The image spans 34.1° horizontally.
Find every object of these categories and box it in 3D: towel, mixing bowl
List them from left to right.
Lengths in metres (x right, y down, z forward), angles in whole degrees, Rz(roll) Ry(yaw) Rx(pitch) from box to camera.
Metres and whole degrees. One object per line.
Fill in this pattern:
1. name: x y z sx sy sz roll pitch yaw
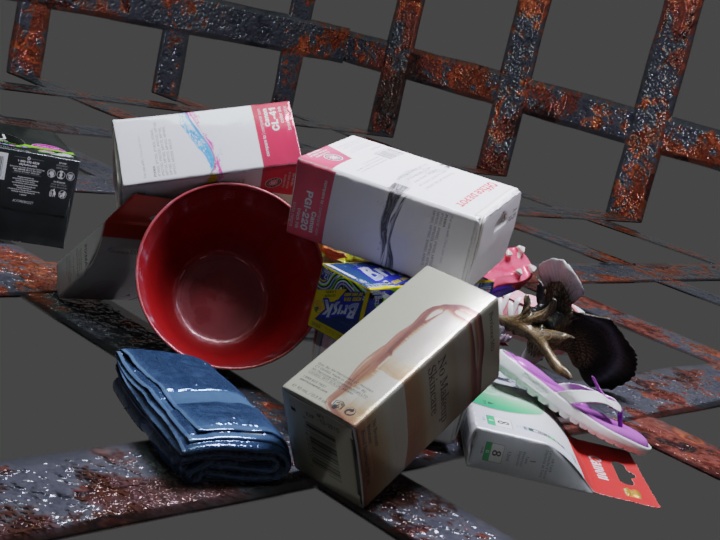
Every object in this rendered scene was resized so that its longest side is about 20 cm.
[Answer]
1. towel: -0.143 0.125 1.041 0.111 0.049 0.200 7 14 -32
2. mixing bowl: -0.144 0.017 1.263 0.198 0.203 0.108 11 -16 -11

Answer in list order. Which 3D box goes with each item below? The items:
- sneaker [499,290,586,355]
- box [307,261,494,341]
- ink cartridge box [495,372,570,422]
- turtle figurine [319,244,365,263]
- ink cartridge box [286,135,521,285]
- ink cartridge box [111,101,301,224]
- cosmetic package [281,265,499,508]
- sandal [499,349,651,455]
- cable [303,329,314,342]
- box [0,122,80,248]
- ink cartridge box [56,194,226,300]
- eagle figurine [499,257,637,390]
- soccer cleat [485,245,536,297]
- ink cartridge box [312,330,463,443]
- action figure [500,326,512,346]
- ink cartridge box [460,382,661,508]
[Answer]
1. sneaker: 0.223 0.067 1.630 0.104 0.076 0.200 12 4 -29
2. box: 0.043 0.031 1.159 0.070 0.065 0.199 26 18 37
3. ink cartridge box: 0.155 0.125 1.391 0.099 0.040 0.199 3 16 -37
4. turtle figurine: 0.000 0.000 1.346 0.199 0.065 0.161 1 -33 46
5. ink cartridge box: 0.046 -0.061 1.186 0.198 0.086 0.145 18 22 19
6. ink cartridge box: -0.173 -0.110 1.305 0.197 0.087 0.148 -6 -20 -14
7. cosmetic package: 0.032 0.098 1.031 0.087 0.104 0.200 23 48 34
8. sandal: 0.237 0.136 1.263 0.201 0.050 0.083 31 8 -8
9. cable: -0.107 0.028 1.463 0.199 0.070 0.199 2 16 -43
10. box: -0.479 -0.124 1.596 0.147 0.126 0.200 9 12 -26
11. ink cartridge box: -0.232 -0.019 1.330 0.161 0.058 0.199 4 -20 -39
12. eagle figurine: 0.247 0.076 1.464 0.150 0.154 0.199 -20 -16 34
13. soccer cleat: 0.134 0.015 1.444 0.199 0.077 0.067 -12 65 -42
14. ink cartridge box: 0.027 0.095 1.237 0.146 0.087 0.200 12 14 -6
15. action figure: 0.114 0.065 1.548 0.199 0.149 0.135 28 36 -24
16. ink cartridge box: 0.201 0.174 1.207 0.197 0.051 0.161 11 13 -1
